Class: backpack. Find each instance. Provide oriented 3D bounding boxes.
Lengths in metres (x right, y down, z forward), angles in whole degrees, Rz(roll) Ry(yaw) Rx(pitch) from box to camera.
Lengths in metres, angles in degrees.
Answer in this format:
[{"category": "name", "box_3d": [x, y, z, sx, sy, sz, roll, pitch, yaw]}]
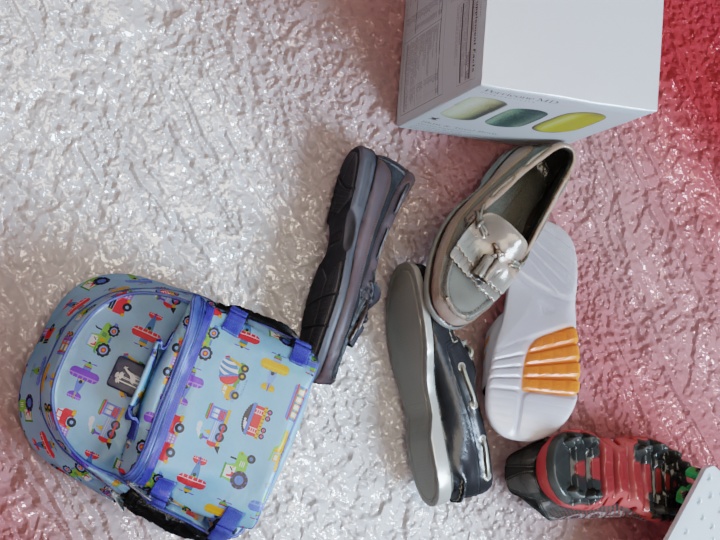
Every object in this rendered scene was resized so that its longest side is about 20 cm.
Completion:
[{"category": "backpack", "box_3d": [-0.152, 0.094, 1.210, 0.199, 0.134, 0.184, 28, 77, -11]}]

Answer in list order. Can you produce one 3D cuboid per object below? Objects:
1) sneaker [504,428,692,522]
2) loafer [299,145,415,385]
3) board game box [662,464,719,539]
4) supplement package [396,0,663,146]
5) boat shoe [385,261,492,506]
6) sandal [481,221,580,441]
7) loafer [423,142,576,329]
[{"category": "sneaker", "box_3d": [0.200, 0.177, 1.349, 0.199, 0.098, 0.072, 13, 71, -40]}, {"category": "loafer", "box_3d": [0.000, 0.000, 1.299, 0.063, 0.072, 0.202, 17, 78, -20]}, {"category": "board game box", "box_3d": [0.295, 0.295, 1.358, 0.200, 0.026, 0.201, 41, 74, -32]}, {"category": "supplement package", "box_3d": [0.134, -0.194, 1.285, 0.150, 0.200, 0.152, 7, 84, -16]}, {"category": "boat shoe", "box_3d": [0.068, 0.091, 1.311, 0.060, 0.074, 0.202, -8, 85, -24]}, {"category": "sandal", "box_3d": [0.145, 0.057, 1.349, 0.079, 0.059, 0.208, 17, 60, -9]}, {"category": "loafer", "box_3d": [0.117, -0.038, 1.307, 0.072, 0.063, 0.201, 46, 53, -18]}]
